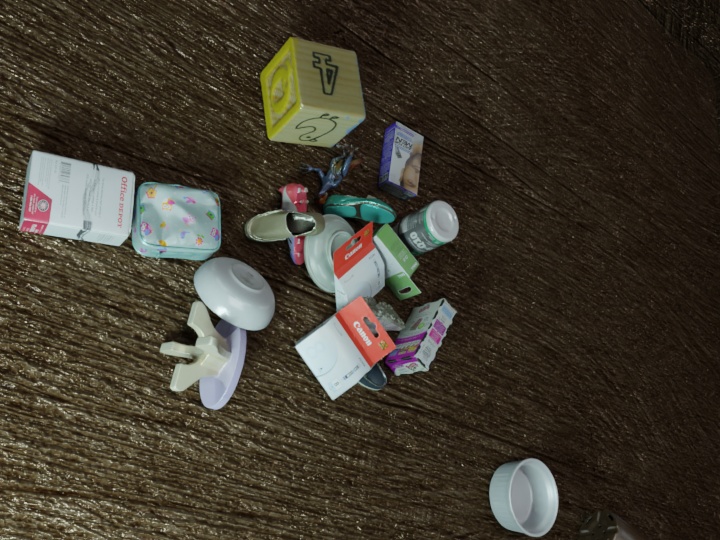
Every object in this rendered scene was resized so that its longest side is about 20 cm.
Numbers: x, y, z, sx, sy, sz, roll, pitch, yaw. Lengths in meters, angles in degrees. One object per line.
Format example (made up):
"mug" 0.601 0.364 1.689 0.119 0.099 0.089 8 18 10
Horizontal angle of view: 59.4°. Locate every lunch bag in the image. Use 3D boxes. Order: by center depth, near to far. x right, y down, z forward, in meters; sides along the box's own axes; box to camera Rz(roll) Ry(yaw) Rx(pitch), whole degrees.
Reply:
"lunch bag" -0.410 -0.103 1.396 0.197 0.077 0.164 4 75 -34

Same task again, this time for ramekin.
"ramekin" 0.454 0.634 1.772 0.197 0.097 0.205 11 70 -32

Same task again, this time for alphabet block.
"alphabet block" -0.126 -0.454 1.635 0.197 0.194 0.200 -1 74 -34

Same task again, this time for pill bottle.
"pill bottle" 0.166 -0.106 1.729 0.111 0.199 0.115 11 69 -31

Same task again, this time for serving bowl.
"serving bowl" -0.266 0.037 1.396 0.199 0.066 0.201 35 20 -15

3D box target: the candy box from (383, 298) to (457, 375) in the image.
"candy box" 0.160 0.178 1.679 0.061 0.136 0.201 43 57 -17

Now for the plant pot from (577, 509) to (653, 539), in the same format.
"plant pot" 0.772 0.840 1.886 0.198 0.200 0.201 41 56 -9

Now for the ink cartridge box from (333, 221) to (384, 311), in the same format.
"ink cartridge box" 0.000 0.000 1.601 0.160 0.047 0.203 -40 144 -36

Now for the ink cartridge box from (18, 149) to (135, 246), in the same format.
"ink cartridge box" -0.574 -0.142 1.287 0.197 0.083 0.148 10 70 -33

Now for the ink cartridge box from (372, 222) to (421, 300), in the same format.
"ink cartridge box" 0.088 -0.021 1.708 0.201 0.103 0.059 50 54 -12

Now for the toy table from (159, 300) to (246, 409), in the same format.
"toy table" -0.324 0.175 1.322 0.116 0.182 0.203 30 48 -42

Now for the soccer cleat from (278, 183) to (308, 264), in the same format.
"soccer cleat" -0.168 -0.117 1.589 0.066 0.075 0.204 -8 98 -57

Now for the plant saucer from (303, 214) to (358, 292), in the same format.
"plant saucer" -0.058 -0.046 1.615 0.198 0.050 0.205 7 81 -46

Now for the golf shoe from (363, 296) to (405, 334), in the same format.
"golf shoe" 0.039 0.133 1.656 0.199 0.097 0.079 26 23 -48

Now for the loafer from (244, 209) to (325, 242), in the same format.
"loafer" -0.184 -0.112 1.514 0.196 0.068 0.077 -7 87 0

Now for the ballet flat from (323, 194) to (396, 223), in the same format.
"ballet flat" 0.000 -0.172 1.667 0.196 0.068 0.071 5 49 7

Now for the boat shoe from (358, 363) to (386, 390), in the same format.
"boat shoe" 0.003 0.225 1.598 0.201 0.061 0.075 51 52 -12

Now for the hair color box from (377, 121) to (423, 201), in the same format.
"hair color box" 0.119 -0.319 1.848 0.108 0.064 0.204 21 66 -29

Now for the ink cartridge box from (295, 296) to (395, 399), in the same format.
"ink cartridge box" -0.034 0.186 1.520 0.199 0.047 0.161 -35 97 1

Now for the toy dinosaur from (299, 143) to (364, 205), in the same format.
"toy dinosaur" -0.061 -0.247 1.686 0.199 0.104 0.185 24 85 -45
